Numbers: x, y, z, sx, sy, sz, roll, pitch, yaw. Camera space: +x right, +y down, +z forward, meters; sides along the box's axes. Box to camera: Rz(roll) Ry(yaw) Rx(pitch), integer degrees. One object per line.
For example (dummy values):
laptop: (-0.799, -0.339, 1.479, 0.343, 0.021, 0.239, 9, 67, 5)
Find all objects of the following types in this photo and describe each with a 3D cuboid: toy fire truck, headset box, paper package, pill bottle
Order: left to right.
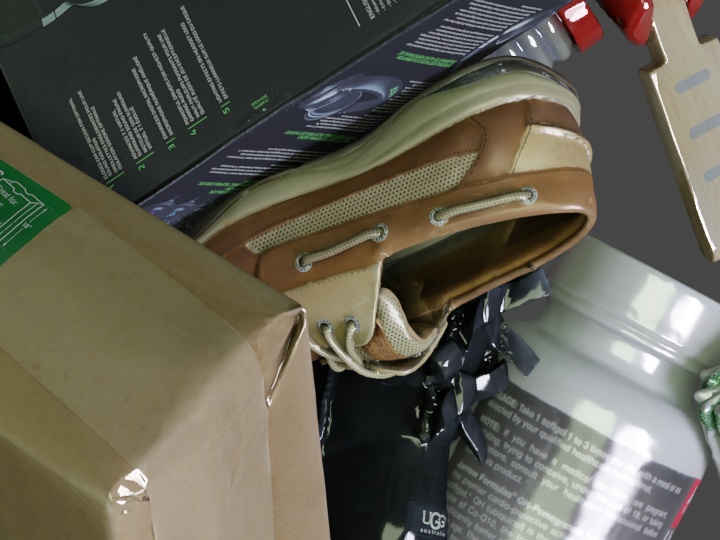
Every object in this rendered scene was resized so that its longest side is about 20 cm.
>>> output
paper package: (-0.114, 0.055, 0.828, 0.199, 0.192, 0.103, 30, 56, 26)
headset box: (-0.052, -0.125, 0.856, 0.199, 0.093, 0.175, -32, 77, 24)
toy fire truck: (0.067, -0.086, 0.932, 0.176, 0.129, 0.201, -37, 64, 1)
pill bottle: (0.077, 0.090, 0.961, 0.110, 0.111, 0.201, 27, 93, -3)

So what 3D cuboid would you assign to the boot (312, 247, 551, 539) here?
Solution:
boot: (-0.026, 0.047, 0.943, 0.197, 0.073, 0.164, 6, 79, 35)

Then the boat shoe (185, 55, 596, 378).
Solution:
boat shoe: (0.000, 0.000, 0.857, 0.199, 0.076, 0.074, -33, 55, 20)

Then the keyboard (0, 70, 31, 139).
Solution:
keyboard: (-0.100, -0.041, 0.986, 0.103, 0.040, 0.202, -15, 107, 9)

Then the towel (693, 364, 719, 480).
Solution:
towel: (0.229, 0.097, 0.958, 0.148, 0.031, 0.201, -24, 120, -3)
